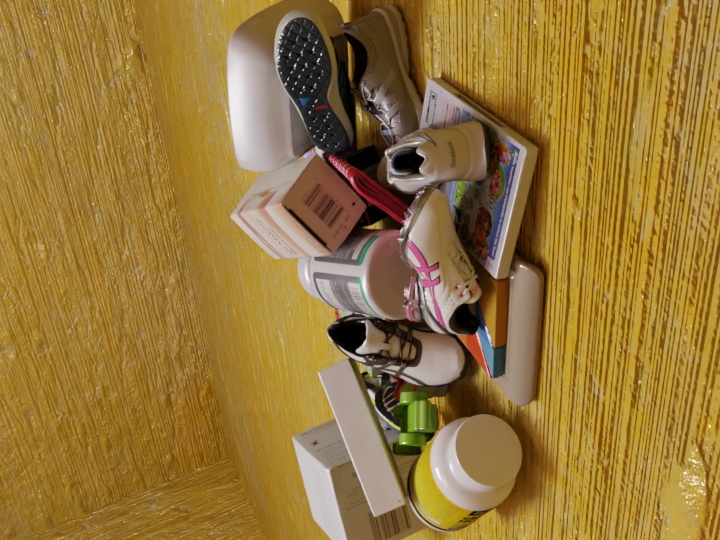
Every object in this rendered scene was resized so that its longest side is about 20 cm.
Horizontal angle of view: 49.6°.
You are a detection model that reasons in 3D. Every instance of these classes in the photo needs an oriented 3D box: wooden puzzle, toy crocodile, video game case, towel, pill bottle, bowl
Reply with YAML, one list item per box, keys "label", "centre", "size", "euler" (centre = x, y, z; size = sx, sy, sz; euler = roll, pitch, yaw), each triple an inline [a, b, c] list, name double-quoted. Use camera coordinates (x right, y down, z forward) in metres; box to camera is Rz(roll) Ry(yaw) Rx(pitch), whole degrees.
- label: "wooden puzzle"
  centre: [0.136, 0.033, 0.908]
  size: [0.200, 0.037, 0.188]
  euler: [-133, 33, -51]
- label: "toy crocodile"
  centre: [0.078, 0.209, 1.053]
  size: [0.201, 0.060, 0.069]
  euler: [101, 171, -68]
- label: "video game case"
  centre: [0.114, -0.105, 0.843]
  size: [0.201, 0.018, 0.146]
  euler: [-127, 38, -49]
- label: "towel"
  centre: [0.024, -0.090, 0.957]
  size: [0.143, 0.023, 0.200]
  euler: [36, -175, -19]
- label: "pill bottle"
  centre: [0.131, 0.256, 0.987]
  size: [0.114, 0.110, 0.201]
  euler: [64, 159, 22]
- label: "pill bottle"
  centre: [0.000, 0.000, 1.057]
  size: [0.199, 0.111, 0.116]
  euler: [8, 114, 57]
- label: "bowl"
  centre: [-0.080, -0.236, 1.003]
  size: [0.074, 0.200, 0.203]
  euler: [23, 133, 27]

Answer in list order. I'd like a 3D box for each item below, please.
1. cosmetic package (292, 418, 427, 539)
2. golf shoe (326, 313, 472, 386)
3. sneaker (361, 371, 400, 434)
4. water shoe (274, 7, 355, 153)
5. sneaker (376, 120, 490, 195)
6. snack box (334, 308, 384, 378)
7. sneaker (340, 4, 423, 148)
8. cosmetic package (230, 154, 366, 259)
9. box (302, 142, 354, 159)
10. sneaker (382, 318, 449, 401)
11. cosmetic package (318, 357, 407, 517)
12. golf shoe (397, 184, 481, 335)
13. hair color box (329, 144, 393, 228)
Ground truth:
- label: "cosmetic package"
  centre: [0.001, 0.358, 1.342]
  size: [0.199, 0.164, 0.170]
  euler: [9, 115, 67]
- label: "golf shoe"
  centre: [0.044, 0.105, 1.016]
  size: [0.196, 0.094, 0.080]
  euler: [9, 86, 25]
- label: "sneaker"
  centre: [0.054, 0.223, 1.257]
  size: [0.082, 0.073, 0.200]
  euler: [69, 168, -18]
- label: "water shoe"
  centre: [-0.052, -0.233, 0.924]
  size: [0.202, 0.070, 0.080]
  euler: [75, -162, -50]
- label: "sneaker"
  centre: [0.058, -0.120, 0.839]
  size: [0.199, 0.085, 0.076]
  euler: [172, 88, -67]
- label: "snack box"
  centre: [0.004, 0.048, 1.253]
  size: [0.142, 0.052, 0.204]
  euler: [46, 147, 50]
- label: "sneaker"
  centre: [0.024, -0.212, 0.949]
  size: [0.074, 0.080, 0.204]
  euler: [-179, 73, -69]
- label: "cosmetic package"
  centre: [-0.090, -0.081, 1.065]
  size: [0.103, 0.088, 0.199]
  euler: [42, 162, -19]
- label: "box"
  centre: [-0.053, -0.209, 1.221]
  size: [0.137, 0.038, 0.203]
  euler: [50, 150, 46]
- label: "sneaker"
  centre: [0.053, 0.091, 1.102]
  size: [0.078, 0.089, 0.203]
  euler: [118, 133, -65]
- label: "cosmetic package"
  centre: [0.004, 0.222, 1.059]
  size: [0.083, 0.050, 0.204]
  euler: [58, -170, -83]
- label: "golf shoe"
  centre: [0.093, -0.008, 0.836]
  size: [0.091, 0.073, 0.202]
  euler: [21, 146, 25]
- label: "hair color box"
  centre: [-0.036, -0.111, 1.147]
  size: [0.199, 0.060, 0.102]
  euler: [-6, 109, 58]
